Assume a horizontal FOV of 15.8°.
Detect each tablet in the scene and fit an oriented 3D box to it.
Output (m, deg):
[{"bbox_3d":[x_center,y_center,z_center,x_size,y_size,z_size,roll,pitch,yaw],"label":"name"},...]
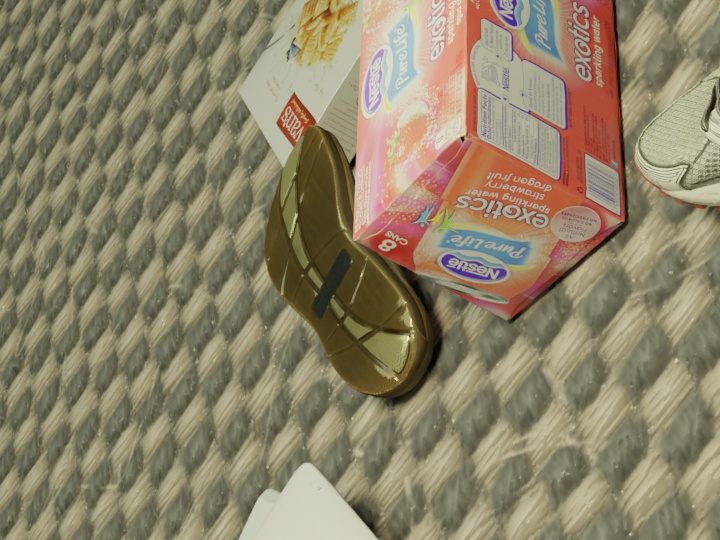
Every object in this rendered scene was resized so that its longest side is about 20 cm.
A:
[{"bbox_3d":[-0.028,0.182,1.257,0.130,0.014,0.200,-60,24,6],"label":"tablet"}]

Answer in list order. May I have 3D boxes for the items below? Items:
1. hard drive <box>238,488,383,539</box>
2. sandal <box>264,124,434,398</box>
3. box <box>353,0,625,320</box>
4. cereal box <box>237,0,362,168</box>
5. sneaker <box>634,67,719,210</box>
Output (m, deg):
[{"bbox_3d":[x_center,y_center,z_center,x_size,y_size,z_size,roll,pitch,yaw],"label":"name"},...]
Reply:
[{"bbox_3d":[-0.028,0.189,1.297,0.132,0.026,0.200,-65,25,-5],"label":"hard drive"},{"bbox_3d":[0.000,0.000,1.413,0.080,0.054,0.200,-58,39,24],"label":"sandal"},{"bbox_3d":[0.063,-0.090,1.311,0.095,0.103,0.200,-43,32,37],"label":"box"},{"bbox_3d":[0.004,-0.159,1.572,0.200,0.040,0.144,-57,25,12],"label":"cereal box"},{"bbox_3d":[0.184,-0.096,1.105,0.200,0.082,0.078,-38,34,43],"label":"sneaker"}]
